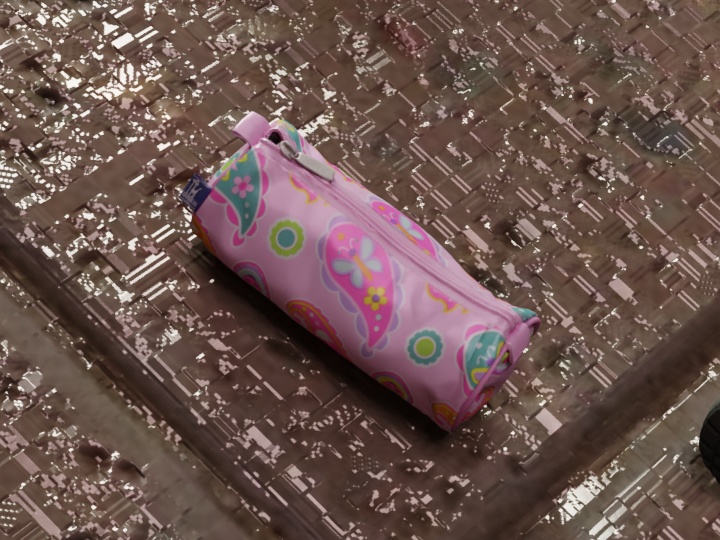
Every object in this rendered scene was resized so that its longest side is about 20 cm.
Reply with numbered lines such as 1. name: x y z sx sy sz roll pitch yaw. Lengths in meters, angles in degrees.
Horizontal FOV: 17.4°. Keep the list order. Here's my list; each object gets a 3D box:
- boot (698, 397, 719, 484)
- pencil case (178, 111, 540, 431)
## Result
1. boot: 0.286 0.092 1.359 0.200 0.068 0.131 26 45 -12
2. pencil case: 0.000 0.000 1.293 0.200 0.087 0.087 39 51 8
